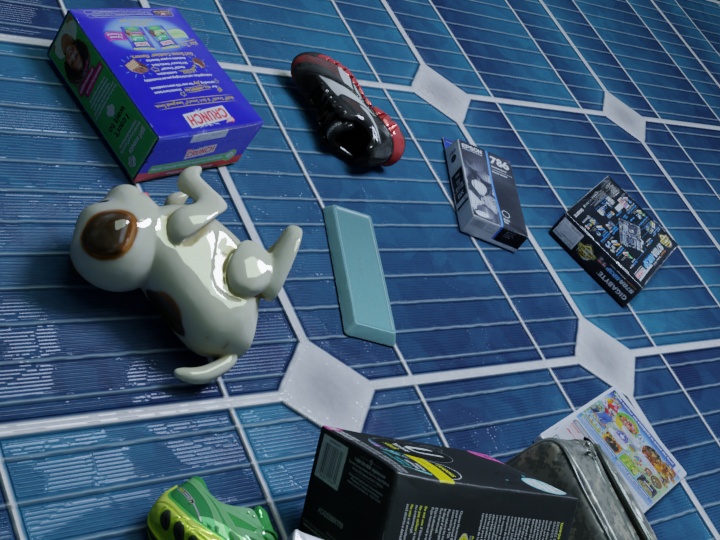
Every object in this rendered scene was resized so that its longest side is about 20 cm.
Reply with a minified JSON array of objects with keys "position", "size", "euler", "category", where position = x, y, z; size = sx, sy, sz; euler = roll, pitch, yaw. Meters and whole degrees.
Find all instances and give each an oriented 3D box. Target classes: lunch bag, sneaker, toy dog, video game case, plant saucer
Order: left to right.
[{"position":[-0.188,-0.004,1.063],"size":[0.198,0.139,0.197],"euler":[27,74,-17],"category":"toy dog"},{"position":[-0.086,0.246,0.919],"size":[0.199,0.074,0.084],"euler":[39,41,0],"category":"sneaker"},{"position":[-0.030,-0.213,1.442],"size":[0.201,0.071,0.098],"euler":[47,35,8],"category":"sneaker"},{"position":[0.000,0.000,1.294],"size":[0.069,0.019,0.202],"euler":[16,42,-28],"category":"plant saucer"},{"position":[0.231,0.277,1.117],"size":[0.167,0.139,0.202],"euler":[18,39,-50],"category":"lunch bag"},{"position":[0.309,0.230,1.322],"size":[0.198,0.018,0.144],"euler":[-18,64,-48],"category":"video game case"}]

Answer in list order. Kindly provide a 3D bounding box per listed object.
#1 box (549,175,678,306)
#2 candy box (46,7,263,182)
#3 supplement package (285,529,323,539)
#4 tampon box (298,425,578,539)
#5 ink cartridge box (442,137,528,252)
[{"position":[0.392,-0.050,1.657],"size":[0.159,0.046,0.199],"euler":[45,37,8],"category":"box"},{"position":[-0.237,-0.210,1.257],"size":[0.168,0.077,0.201],"euler":[-16,62,-49],"category":"candy box"},{"position":[-0.017,0.326,0.791],"size":[0.189,0.201,0.149],"euler":[24,38,-19],"category":"supplement package"},{"position":[0.065,0.231,0.969],"size":[0.197,0.129,0.149],"euler":[14,1,-30],"category":"tampon box"},{"position":[0.177,-0.123,1.555],"size":[0.098,0.039,0.202],"euler":[18,41,-25],"category":"ink cartridge box"}]
